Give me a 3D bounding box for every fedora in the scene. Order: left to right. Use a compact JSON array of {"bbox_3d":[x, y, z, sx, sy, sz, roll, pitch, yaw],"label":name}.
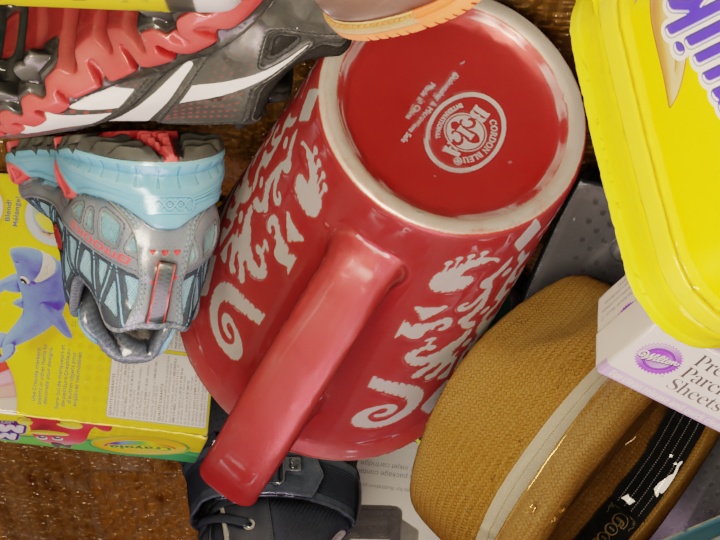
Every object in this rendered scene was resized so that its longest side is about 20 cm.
[{"bbox_3d":[0.081,0.068,1.197,0.082,0.201,0.201,37,168,21],"label":"fedora"}]

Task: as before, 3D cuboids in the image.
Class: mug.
[{"bbox_3d":[0.011,-0.001,1.180,0.133,0.178,0.200,7,153,-14],"label":"mug"}]

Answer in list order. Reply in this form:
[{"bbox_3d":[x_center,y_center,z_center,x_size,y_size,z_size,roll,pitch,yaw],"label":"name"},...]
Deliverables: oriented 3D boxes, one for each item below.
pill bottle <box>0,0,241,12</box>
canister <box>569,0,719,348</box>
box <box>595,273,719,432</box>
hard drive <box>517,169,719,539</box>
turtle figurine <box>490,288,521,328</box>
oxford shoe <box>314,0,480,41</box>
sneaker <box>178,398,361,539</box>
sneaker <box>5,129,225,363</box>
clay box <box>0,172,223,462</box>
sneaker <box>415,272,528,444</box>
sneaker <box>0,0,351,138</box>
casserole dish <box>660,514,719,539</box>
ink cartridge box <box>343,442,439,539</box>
[{"bbox_3d":[-0.134,-0.140,0.927,0.200,0.111,0.111,3,158,2],"label":"pill bottle"},{"bbox_3d":[0.177,-0.071,1.007,0.086,0.149,0.200,-2,163,-40],"label":"canister"},{"bbox_3d":[0.181,0.055,1.115,0.200,0.039,0.041,27,134,-22],"label":"box"},{"bbox_3d":[0.121,0.054,1.283,0.135,0.042,0.200,12,116,-10],"label":"hard drive"},{"bbox_3d":[0.153,0.052,1.360,0.200,0.101,0.150,32,102,-29],"label":"turtle figurine"},{"bbox_3d":[0.033,-0.143,0.970,0.073,0.071,0.200,26,142,-24],"label":"oxford shoe"},{"bbox_3d":[-0.094,0.086,1.436,0.202,0.146,0.077,9,159,-9],"label":"sneaker"},{"bbox_3d":[-0.106,-0.010,1.213,0.079,0.096,0.200,1,-178,-11],"label":"sneaker"},{"bbox_3d":[-0.164,0.016,1.311,0.200,0.115,0.048,7,159,-8],"label":"clay box"},{"bbox_3d":[0.050,0.056,1.438,0.076,0.075,0.200,10,153,11],"label":"sneaker"},{"bbox_3d":[-0.080,-0.085,1.107,0.200,0.071,0.098,-20,146,41],"label":"sneaker"},{"bbox_3d":[0.174,0.126,1.218,0.121,0.039,0.200,-5,-173,41],"label":"casserole dish"},{"bbox_3d":[-0.004,0.185,1.591,0.083,0.200,0.145,7,158,-9],"label":"ink cartridge box"}]
